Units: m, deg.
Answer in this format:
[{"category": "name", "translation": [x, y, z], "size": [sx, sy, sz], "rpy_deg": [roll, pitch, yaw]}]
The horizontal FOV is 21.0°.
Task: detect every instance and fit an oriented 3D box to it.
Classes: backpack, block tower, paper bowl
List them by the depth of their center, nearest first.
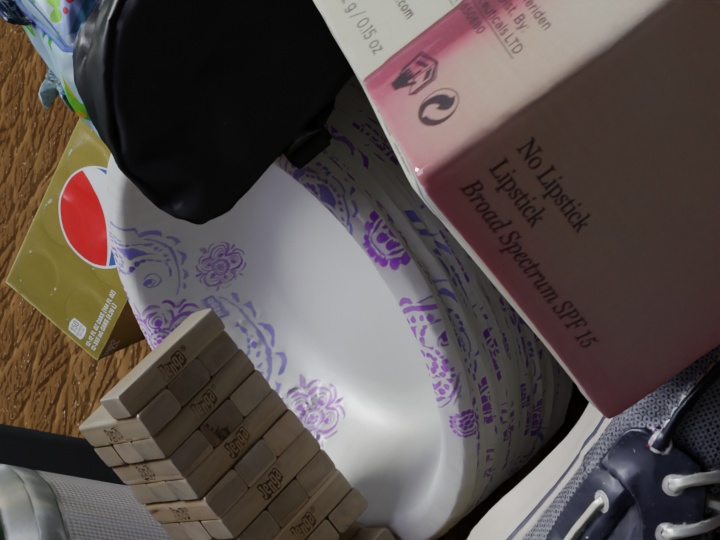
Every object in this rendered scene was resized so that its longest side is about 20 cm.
[{"category": "backpack", "translation": [-0.070, -0.134, 0.689], "size": [0.163, 0.154, 0.200], "rpy_deg": [-49, 25, 5]}, {"category": "block tower", "translation": [-0.025, 0.110, 0.755], "size": [0.054, 0.201, 0.058], "rpy_deg": [-45, 16, -30]}, {"category": "paper bowl", "translation": [0.000, 0.000, 0.770], "size": [0.200, 0.104, 0.202], "rpy_deg": [34, 143, 30]}]

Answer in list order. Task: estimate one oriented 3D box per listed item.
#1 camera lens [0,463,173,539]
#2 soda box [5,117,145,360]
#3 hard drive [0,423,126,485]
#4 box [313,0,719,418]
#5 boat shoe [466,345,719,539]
[{"category": "camera lens", "translation": [-0.097, 0.173, 0.825], "size": [0.160, 0.199, 0.161], "rpy_deg": [-31, 53, 51]}, {"category": "soda box", "translation": [-0.095, -0.059, 0.937], "size": [0.068, 0.064, 0.201], "rpy_deg": [38, 117, 16]}, {"category": "hard drive", "translation": [-0.195, 0.110, 1.019], "size": [0.139, 0.199, 0.033], "rpy_deg": [-26, 57, 54]}, {"category": "box", "translation": [0.107, -0.076, 0.570], "size": [0.199, 0.128, 0.109], "rpy_deg": [-36, 41, 8]}, {"category": "boat shoe", "translation": [0.111, 0.081, 0.647], "size": [0.201, 0.074, 0.093], "rpy_deg": [-58, 42, 40]}]
